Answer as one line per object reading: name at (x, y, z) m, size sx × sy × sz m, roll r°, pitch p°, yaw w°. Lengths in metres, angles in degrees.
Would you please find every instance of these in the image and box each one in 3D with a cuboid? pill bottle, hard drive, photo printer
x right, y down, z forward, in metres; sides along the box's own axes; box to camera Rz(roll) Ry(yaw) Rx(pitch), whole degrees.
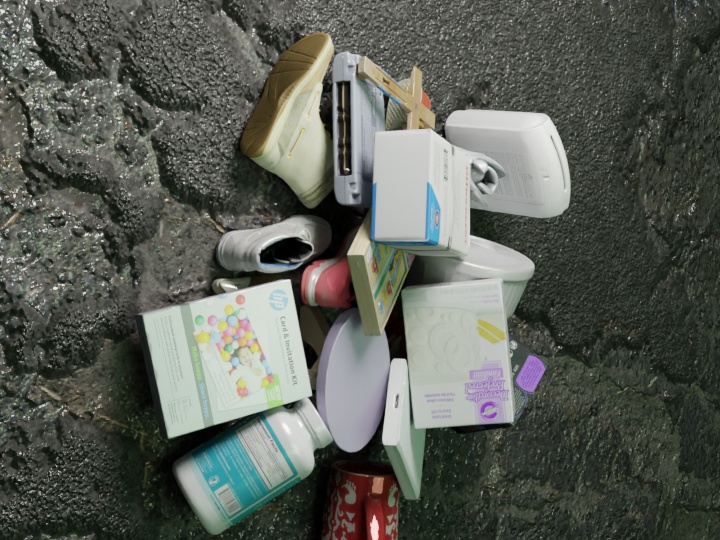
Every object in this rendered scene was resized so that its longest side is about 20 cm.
pill bottle at (-0.137, 0.248, 1.359) m, size 0.199 × 0.111 × 0.111 m, roll -31°, pitch 122°, yaw -10°
hard drive at (0.066, 0.236, 1.521) m, size 0.201 × 0.026 × 0.133 m, roll 70°, pitch 23°, yaw -55°
photo printer at (0.236, -0.168, 1.624) m, size 0.069 × 0.199 × 0.168 m, roll -38°, pitch 122°, yaw -32°

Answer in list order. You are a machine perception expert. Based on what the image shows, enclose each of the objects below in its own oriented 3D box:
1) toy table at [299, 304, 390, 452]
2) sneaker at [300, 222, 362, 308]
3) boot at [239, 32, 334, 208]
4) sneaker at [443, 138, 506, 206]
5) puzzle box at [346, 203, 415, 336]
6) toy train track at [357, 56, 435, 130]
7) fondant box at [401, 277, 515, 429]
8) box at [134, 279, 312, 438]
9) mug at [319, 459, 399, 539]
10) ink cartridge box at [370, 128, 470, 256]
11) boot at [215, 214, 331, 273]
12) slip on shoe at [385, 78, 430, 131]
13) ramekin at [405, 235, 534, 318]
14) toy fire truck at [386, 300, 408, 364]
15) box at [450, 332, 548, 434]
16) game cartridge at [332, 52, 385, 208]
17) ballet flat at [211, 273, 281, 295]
toy table at (-0.040, 0.145, 1.473) m, size 0.183 × 0.116 × 0.202 m, roll 5°, pitch 95°, yaw -46°
sneaker at (0.000, 0.000, 1.487) m, size 0.200 × 0.086 × 0.074 m, roll -43°, pitch 139°, yaw -42°
boot at (-0.065, -0.203, 1.410) m, size 0.155 × 0.072 × 0.201 m, roll 40°, pitch 71°, yaw -44°
sneaker at (0.164, -0.122, 1.599) m, size 0.076 × 0.114 × 0.200 m, roll -58°, pitch 149°, yaw -18°
puzzle box at (0.032, -0.022, 1.429) m, size 0.201 × 0.025 × 0.134 m, roll -65°, pitch 149°, yaw -50°
toy train track at (0.044, -0.242, 1.443) m, size 0.200 × 0.032 × 0.116 m, roll 27°, pitch 63°, yaw -55°
fondant box at (0.141, 0.118, 1.483) m, size 0.058 × 0.143 × 0.203 m, roll -31°, pitch 115°, yaw -79°
box at (-0.169, 0.108, 1.308) m, size 0.198 × 0.041 × 0.158 m, roll -13°, pitch 96°, yaw -27°
mug at (0.013, 0.397, 1.546) m, size 0.132 × 0.177 × 0.203 m, roll 5°, pitch 91°, yaw -42°
ink cartridge box at (0.086, -0.100, 1.419) m, size 0.200 × 0.083 × 0.148 m, roll 16°, pitch 75°, yaw -69°
boot at (-0.091, -0.029, 1.399) m, size 0.199 × 0.095 × 0.074 m, roll -16°, pitch 110°, yaw -43°
slip on shoe at (0.063, -0.181, 1.543) m, size 0.061 × 0.074 × 0.202 m, roll 23°, pitch 78°, yaw -48°
ramekin at (0.161, 0.011, 1.598) m, size 0.201 × 0.202 × 0.095 m, roll -3°, pitch 112°, yaw -44°
toy fire truck at (0.047, 0.127, 1.582) m, size 0.141 × 0.048 × 0.203 m, roll -9°, pitch 106°, yaw -57°
box at (0.185, 0.174, 1.632) m, size 0.106 × 0.200 × 0.123 m, roll 37°, pitch 69°, yaw -8°
game cartridge at (0.000, -0.187, 1.426) m, size 0.133 × 0.040 × 0.203 m, roll 0°, pitch 90°, yaw -67°
ballet flat at (-0.184, 0.058, 1.360) m, size 0.072 × 0.068 × 0.200 m, roll 48°, pitch 68°, yaw -19°
